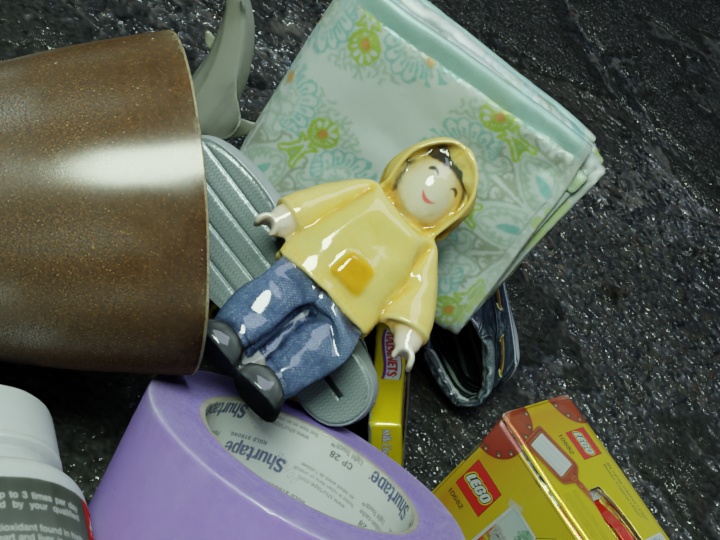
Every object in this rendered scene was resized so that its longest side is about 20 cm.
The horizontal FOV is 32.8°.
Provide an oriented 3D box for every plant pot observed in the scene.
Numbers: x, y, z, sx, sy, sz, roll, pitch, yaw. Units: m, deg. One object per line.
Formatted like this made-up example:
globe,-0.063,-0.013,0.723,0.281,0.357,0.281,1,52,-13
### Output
plant pot,-0.194,-0.030,0.647,0.197,0.188,0.188,-4,50,-17

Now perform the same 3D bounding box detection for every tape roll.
tape roll,-0.046,0.142,0.678,0.198,0.086,0.200,29,8,-4

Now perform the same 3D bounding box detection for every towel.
towel,0.035,-0.072,0.789,0.199,0.172,0.048,38,31,-1

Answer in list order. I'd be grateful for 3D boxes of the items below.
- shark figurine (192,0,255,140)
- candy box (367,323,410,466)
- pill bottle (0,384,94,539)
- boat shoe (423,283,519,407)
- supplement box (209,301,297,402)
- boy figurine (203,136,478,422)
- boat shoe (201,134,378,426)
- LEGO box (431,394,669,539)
shark figurine,-0.104,-0.144,0.882,0.127,0.216,0.090,7,33,-28
candy box,0.023,0.072,0.877,0.026,0.103,0.201,4,40,2
pill bottle,-0.178,0.162,0.581,0.113,0.114,0.202,9,45,-35
boat shoe,0.075,0.003,0.951,0.091,0.070,0.203,-31,104,-69
supplement box,-0.046,-0.023,0.908,0.108,0.110,0.201,31,35,-10
boy figurine,0.000,0.000,0.707,0.200,0.064,0.125,-41,87,-18
boat shoe,-0.057,0.008,0.767,0.202,0.073,0.067,61,8,-3
LEGO box,0.124,0.208,0.774,0.077,0.149,0.201,-8,56,-45
